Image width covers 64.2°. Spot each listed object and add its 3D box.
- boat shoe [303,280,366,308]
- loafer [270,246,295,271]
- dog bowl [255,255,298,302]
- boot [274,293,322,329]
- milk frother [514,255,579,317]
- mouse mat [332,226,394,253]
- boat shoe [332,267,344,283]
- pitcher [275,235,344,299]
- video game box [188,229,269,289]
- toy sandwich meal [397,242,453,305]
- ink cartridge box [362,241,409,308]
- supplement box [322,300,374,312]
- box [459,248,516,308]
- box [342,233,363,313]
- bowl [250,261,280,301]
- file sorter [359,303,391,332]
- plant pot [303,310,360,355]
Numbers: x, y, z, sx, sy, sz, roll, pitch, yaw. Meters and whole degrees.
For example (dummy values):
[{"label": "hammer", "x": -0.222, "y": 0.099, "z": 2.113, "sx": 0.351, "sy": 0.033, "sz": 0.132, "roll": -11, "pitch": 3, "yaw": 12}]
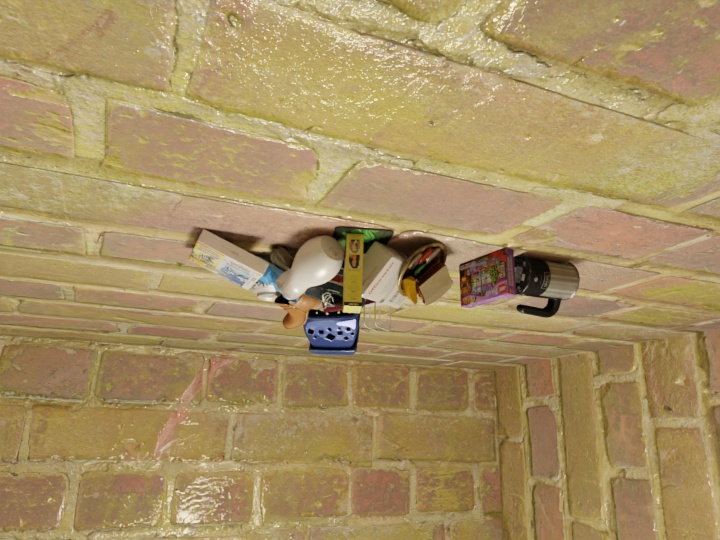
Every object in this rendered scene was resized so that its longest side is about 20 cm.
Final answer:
[{"label": "boat shoe", "x": -0.080, "y": 0.076, "z": 1.684, "sx": 0.199, "sy": 0.062, "sz": 0.075, "roll": 11, "pitch": 140, "yaw": 9}, {"label": "loafer", "x": -0.201, "y": -0.017, "z": 1.713, "sx": 0.076, "sy": 0.068, "sz": 0.200, "roll": 23, "pitch": 160, "yaw": 31}, {"label": "dog bowl", "x": -0.260, "y": 0.023, "z": 1.729, "sx": 0.199, "sy": 0.050, "sz": 0.112, "roll": 31, "pitch": 163, "yaw": 13}, {"label": "boot", "x": -0.223, "y": 0.125, "z": 1.868, "sx": 0.199, "sy": 0.077, "sz": 0.155, "roll": -29, "pitch": 153, "yaw": 30}, {"label": "milk frother", "x": 0.528, "y": 0.031, "z": 1.777, "sx": 0.187, "sy": 0.181, "sz": 0.200, "roll": 8, "pitch": -155, "yaw": -22}, {"label": "mouse mat", "x": -0.002, "y": -0.080, "z": 1.600, "sx": 0.160, "sy": 0.008, "sz": 0.200, "roll": 3, "pitch": 162, "yaw": -8}, {"label": "boat shoe", "x": -0.096, "y": 0.036, "z": 1.744, "sx": 0.071, "sy": 0.063, "sz": 0.199, "roll": 40, "pitch": 149, "yaw": -27}, {"label": "pitcher", "x": -0.124, "y": -0.019, "z": 1.608, "sx": 0.200, "sy": 0.121, "sz": 0.172, "roll": -40, "pitch": 180, "yaw": 37}, {"label": "video game box", "x": -0.375, "y": -0.025, "z": 1.618, "sx": 0.199, "sy": 0.047, "sz": 0.182, "roll": 28, "pitch": 153, "yaw": -14}, {"label": "toy sandwich meal", "x": 0.189, "y": 0.015, "z": 1.626, "sx": 0.205, "sy": 0.070, "sz": 0.206, "roll": -29, "pitch": 143, "yaw": -25}, {"label": "ink cartridge box", "x": 0.077, "y": 0.015, "z": 1.646, "sx": 0.146, "sy": 0.084, "sz": 0.200, "roll": -53, "pitch": 144, "yaw": 12}, {"label": "supplement box", "x": -0.033, "y": 0.078, "z": 1.886, "sx": 0.110, "sy": 0.086, "sz": 0.200, "roll": -9, "pitch": 179, "yaw": 28}, {"label": "box", "x": 0.375, "y": 0.026, "z": 1.711, "sx": 0.039, "sy": 0.138, "sz": 0.200, "roll": 11, "pitch": 160, "yaw": -31}, {"label": "box", "x": -0.020, "y": 0.007, "z": 1.531, "sx": 0.050, "sy": 0.201, "sz": 0.075, "roll": 2, "pitch": 162, "yaw": -4}, {"label": "bowl", "x": -0.289, "y": 0.045, "z": 1.870, "sx": 0.199, "sy": 0.095, "sz": 0.201, "roll": 0, "pitch": 162, "yaw": 0}, {"label": "file sorter", "x": 0.005, "y": 0.174, "z": 2.230, "sx": 0.199, "sy": 0.125, "sz": 0.139, "roll": -9, "pitch": 160, "yaw": 29}, {"label": "plant pot", "x": -0.096, "y": 0.191, "z": 2.057, "sx": 0.199, "sy": 0.200, "sz": 0.181, "roll": 0, "pitch": 118, "yaw": 4}]
